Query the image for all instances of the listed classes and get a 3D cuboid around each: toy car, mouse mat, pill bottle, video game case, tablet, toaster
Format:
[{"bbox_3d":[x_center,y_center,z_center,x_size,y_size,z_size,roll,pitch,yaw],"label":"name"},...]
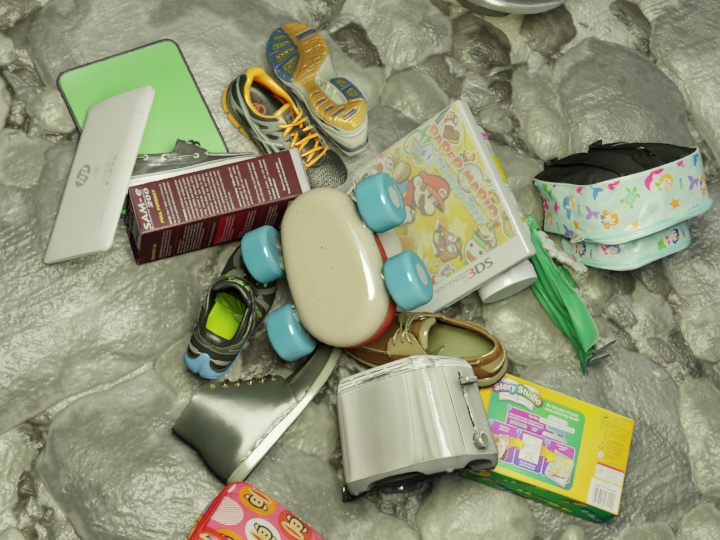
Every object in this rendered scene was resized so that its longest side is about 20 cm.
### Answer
[{"bbox_3d":[0.000,0.000,1.531,0.183,0.200,0.179,-24,78,21],"label":"toy car"},{"bbox_3d":[-0.253,-0.172,1.609,0.160,0.008,0.202,-22,78,-22],"label":"mouse mat"},{"bbox_3d":[0.139,-0.067,1.627,0.103,0.104,0.202,-18,76,-21],"label":"pill bottle"},{"bbox_3d":[0.091,-0.067,1.584,0.023,0.181,0.202,-4,66,-55],"label":"video game case"},{"bbox_3d":[-0.294,-0.107,1.511,0.014,0.129,0.202,30,63,-38],"label":"tablet"},{"bbox_3d":[0.051,0.171,1.482,0.113,0.199,0.131,8,67,-48],"label":"toaster"}]

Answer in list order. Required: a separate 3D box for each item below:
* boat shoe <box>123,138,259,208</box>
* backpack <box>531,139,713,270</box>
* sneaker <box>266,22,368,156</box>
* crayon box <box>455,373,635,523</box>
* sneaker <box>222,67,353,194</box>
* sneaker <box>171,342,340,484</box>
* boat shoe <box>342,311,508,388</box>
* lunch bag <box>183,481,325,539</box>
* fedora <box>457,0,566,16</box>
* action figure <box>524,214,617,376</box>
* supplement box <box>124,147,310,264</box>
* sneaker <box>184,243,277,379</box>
[{"bbox_3d":[-0.209,-0.121,1.567,0.198,0.070,0.067,-12,76,-12],"label":"boat shoe"},{"bbox_3d":[0.324,-0.084,1.636,0.176,0.200,0.152,-19,96,-22],"label":"backpack"},{"bbox_3d":[-0.054,-0.217,1.652,0.075,0.088,0.201,-26,56,-7],"label":"sneaker"},{"bbox_3d":[0.212,0.203,1.572,0.198,0.058,0.120,20,66,-8],"label":"crayon box"},{"bbox_3d":[-0.085,-0.161,1.614,0.200,0.077,0.078,43,63,1],"label":"sneaker"},{"bbox_3d":[-0.113,0.132,1.498,0.106,0.075,0.200,40,66,2],"label":"sneaker"},{"bbox_3d":[0.072,0.076,1.544,0.198,0.074,0.076,9,63,13],"label":"boat shoe"},{"bbox_3d":[-0.098,0.327,1.384,0.199,0.082,0.176,38,28,0],"label":"lunch bag"},{"bbox_3d":[0.189,-0.395,1.771,0.197,0.090,0.179,3,68,-8],"label":"fedora"},{"bbox_3d":[0.241,0.017,1.634,0.054,0.118,0.201,-21,67,-14],"label":"action figure"},{"bbox_3d":[-0.164,-0.072,1.534,0.198,0.109,0.062,-15,76,-17],"label":"supplement box"},{"bbox_3d":[-0.135,0.033,1.512,0.070,0.083,0.201,26,45,-3],"label":"sneaker"}]
